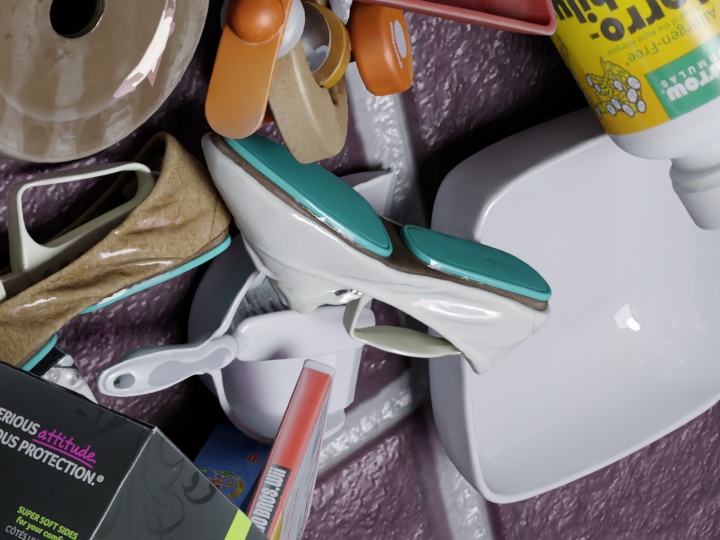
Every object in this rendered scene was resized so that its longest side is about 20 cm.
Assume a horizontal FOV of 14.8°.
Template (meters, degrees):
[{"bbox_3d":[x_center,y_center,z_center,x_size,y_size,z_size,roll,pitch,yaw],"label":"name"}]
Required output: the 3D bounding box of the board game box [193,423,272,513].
[{"bbox_3d":[-0.091,0.191,1.320,0.151,0.036,0.201,-59,164,-72],"label":"board game box"}]

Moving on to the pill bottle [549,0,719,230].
[{"bbox_3d":[0.145,-0.124,1.306,0.113,0.113,0.200,-37,105,-20],"label":"pill bottle"}]

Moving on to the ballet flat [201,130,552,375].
[{"bbox_3d":[0.000,0.000,1.273,0.200,0.069,0.070,24,96,-31],"label":"ballet flat"}]

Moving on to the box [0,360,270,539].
[{"bbox_3d":[-0.148,0.155,1.129,0.200,0.124,0.149,-61,150,-13],"label":"box"}]

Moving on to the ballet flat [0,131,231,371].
[{"bbox_3d":[-0.144,0.000,1.214,0.200,0.068,0.073,-33,111,-24],"label":"ballet flat"}]

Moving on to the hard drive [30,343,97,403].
[{"bbox_3d":[-0.190,0.138,1.263,0.200,0.038,0.140,-40,134,-19],"label":"hard drive"}]

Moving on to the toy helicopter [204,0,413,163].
[{"bbox_3d":[-0.044,-0.140,1.188,0.132,0.079,0.201,-65,141,-66],"label":"toy helicopter"}]

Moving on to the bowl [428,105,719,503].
[{"bbox_3d":[0.110,0.003,1.428,0.200,0.075,0.200,-23,127,-32],"label":"bowl"}]

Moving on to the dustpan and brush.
[{"bbox_3d":[-0.053,0.030,1.306,0.200,0.057,0.140,-7,118,-39],"label":"dustpan and brush"}]

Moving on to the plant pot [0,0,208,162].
[{"bbox_3d":[-0.151,-0.127,1.051,0.200,0.173,0.201,-21,125,-33],"label":"plant pot"}]

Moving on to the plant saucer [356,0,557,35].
[{"bbox_3d":[-0.015,-0.192,1.151,0.037,0.201,0.199,-27,159,36],"label":"plant saucer"}]

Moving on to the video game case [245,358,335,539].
[{"bbox_3d":[-0.055,0.159,1.285,0.143,0.017,0.200,101,8,-54],"label":"video game case"}]
